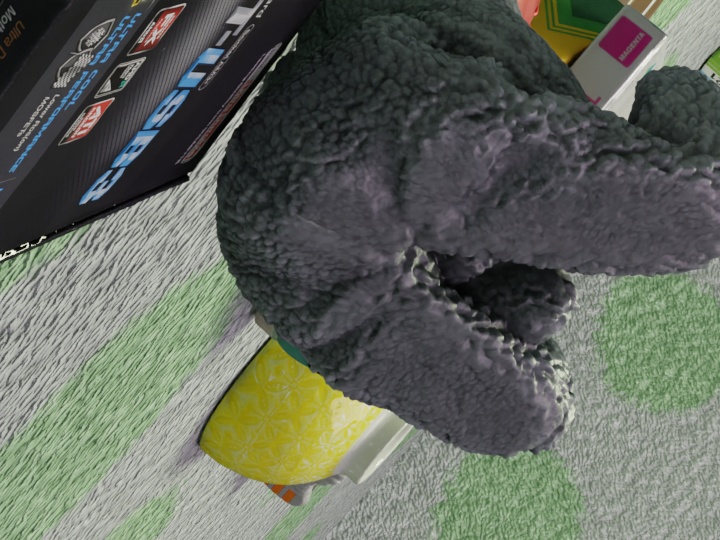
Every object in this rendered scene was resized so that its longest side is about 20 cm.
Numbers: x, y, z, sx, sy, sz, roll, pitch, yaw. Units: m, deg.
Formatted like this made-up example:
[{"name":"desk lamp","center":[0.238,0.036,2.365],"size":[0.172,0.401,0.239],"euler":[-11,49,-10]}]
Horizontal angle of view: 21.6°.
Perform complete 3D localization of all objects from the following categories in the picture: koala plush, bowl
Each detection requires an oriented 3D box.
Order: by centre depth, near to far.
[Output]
[{"name":"koala plush","center":[0.024,-0.067,0.733],"size":[0.178,0.183,0.201],"euler":[-50,-147,33]},{"name":"bowl","center":[-0.015,0.093,1.403],"size":[0.200,0.108,0.200],"euler":[-47,171,-10]}]

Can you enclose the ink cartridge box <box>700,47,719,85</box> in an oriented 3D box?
[{"name":"ink cartridge box","center":[0.501,-0.193,2.613],"size":[0.076,0.148,0.200],"euler":[-39,167,-45]}]

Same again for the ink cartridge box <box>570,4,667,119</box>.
[{"name":"ink cartridge box","center":[0.150,-0.101,1.252],"size":[0.120,0.042,0.200],"euler":[-49,169,2]}]

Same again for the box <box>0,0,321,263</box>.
[{"name":"box","center":[-0.058,-0.086,0.541],"size":[0.200,0.050,0.198],"euler":[-48,172,27]}]

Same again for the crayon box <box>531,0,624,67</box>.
[{"name":"crayon box","center":[0.095,-0.114,1.221],"size":[0.126,0.052,0.200],"euler":[-53,170,30]}]

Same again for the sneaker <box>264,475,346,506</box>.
[{"name":"sneaker","center":[-0.027,0.135,1.693],"size":[0.112,0.078,0.200],"euler":[-49,-177,-25]}]

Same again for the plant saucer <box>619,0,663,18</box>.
[{"name":"plant saucer","center":[0.186,-0.184,1.454],"size":[0.200,0.029,0.200],"euler":[-48,171,-10]}]

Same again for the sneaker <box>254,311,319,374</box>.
[{"name":"sneaker","center":[0.000,0.000,1.139],"size":[0.071,0.080,0.200],"euler":[-42,170,-33]}]

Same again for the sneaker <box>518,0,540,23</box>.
[{"name":"sneaker","center":[0.082,-0.143,0.938],"size":[0.116,0.078,0.200],"euler":[-46,173,-6]}]
